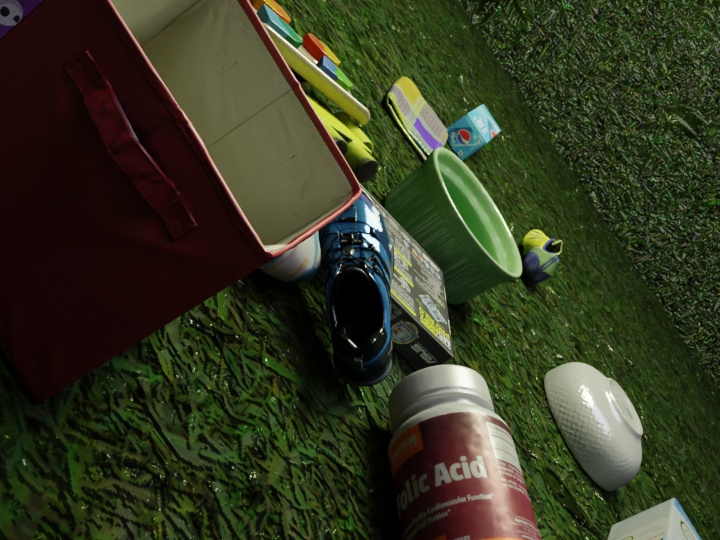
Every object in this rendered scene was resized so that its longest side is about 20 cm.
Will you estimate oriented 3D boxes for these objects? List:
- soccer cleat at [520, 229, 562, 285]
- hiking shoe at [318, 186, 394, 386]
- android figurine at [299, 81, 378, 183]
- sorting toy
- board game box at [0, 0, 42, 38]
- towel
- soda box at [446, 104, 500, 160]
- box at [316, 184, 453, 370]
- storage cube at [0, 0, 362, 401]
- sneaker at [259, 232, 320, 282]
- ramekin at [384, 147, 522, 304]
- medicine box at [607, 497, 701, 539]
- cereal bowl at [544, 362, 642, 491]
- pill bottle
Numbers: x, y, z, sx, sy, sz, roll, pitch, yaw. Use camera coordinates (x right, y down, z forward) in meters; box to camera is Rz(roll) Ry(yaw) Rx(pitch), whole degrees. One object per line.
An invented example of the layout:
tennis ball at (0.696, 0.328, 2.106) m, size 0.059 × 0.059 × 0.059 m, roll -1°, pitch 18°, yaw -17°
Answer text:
soccer cleat at (0.339, -0.034, 1.608) m, size 0.065 × 0.083 × 0.200 m, roll 52°, pitch 22°, yaw -9°
hiking shoe at (0.000, 0.000, 0.797) m, size 0.087 × 0.074 × 0.202 m, roll 89°, pitch -8°, yaw -69°
android figurine at (-0.060, -0.178, 0.974) m, size 0.181 × 0.041 × 0.200 m, roll 25°, pitch 22°, yaw -52°
sorting toy at (-0.074, -0.269, 1.050) m, size 0.185 × 0.037 × 0.200 m, roll 35°, pitch 15°, yaw -32°
board game box at (-0.193, -0.161, 0.646) m, size 0.200 × 0.120 × 0.032 m, roll 44°, pitch -2°, yaw -28°
towel at (0.098, -0.259, 1.496) m, size 0.144 × 0.023 × 0.200 m, roll 54°, pitch 22°, yaw -10°
soda box at (0.220, -0.272, 1.710) m, size 0.068 × 0.064 × 0.200 m, roll 55°, pitch 23°, yaw -3°
box at (0.022, -0.003, 0.969) m, size 0.200 × 0.044 × 0.161 m, roll 44°, pitch 26°, yaw -29°
storage cube at (-0.132, -0.058, 0.532) m, size 0.172 × 0.179 × 0.200 m, roll 58°, pitch 21°, yaw -6°
sneaker at (-0.089, -0.080, 0.815) m, size 0.081 × 0.076 × 0.202 m, roll 34°, pitch 38°, yaw -57°
ramekin at (0.120, -0.053, 1.164) m, size 0.200 × 0.097 × 0.201 m, roll 45°, pitch 25°, yaw -28°
medicine box at (0.393, 0.415, 1.094) m, size 0.183 × 0.103 × 0.200 m, roll 59°, pitch 21°, yaw 7°
cereal bowl at (0.364, 0.223, 1.320) m, size 0.200 × 0.083 × 0.201 m, roll 44°, pitch 25°, yaw -26°
pill bottle at (0.084, 0.188, 0.747) m, size 0.114 × 0.114 × 0.201 m, roll 38°, pitch 28°, yaw -37°
